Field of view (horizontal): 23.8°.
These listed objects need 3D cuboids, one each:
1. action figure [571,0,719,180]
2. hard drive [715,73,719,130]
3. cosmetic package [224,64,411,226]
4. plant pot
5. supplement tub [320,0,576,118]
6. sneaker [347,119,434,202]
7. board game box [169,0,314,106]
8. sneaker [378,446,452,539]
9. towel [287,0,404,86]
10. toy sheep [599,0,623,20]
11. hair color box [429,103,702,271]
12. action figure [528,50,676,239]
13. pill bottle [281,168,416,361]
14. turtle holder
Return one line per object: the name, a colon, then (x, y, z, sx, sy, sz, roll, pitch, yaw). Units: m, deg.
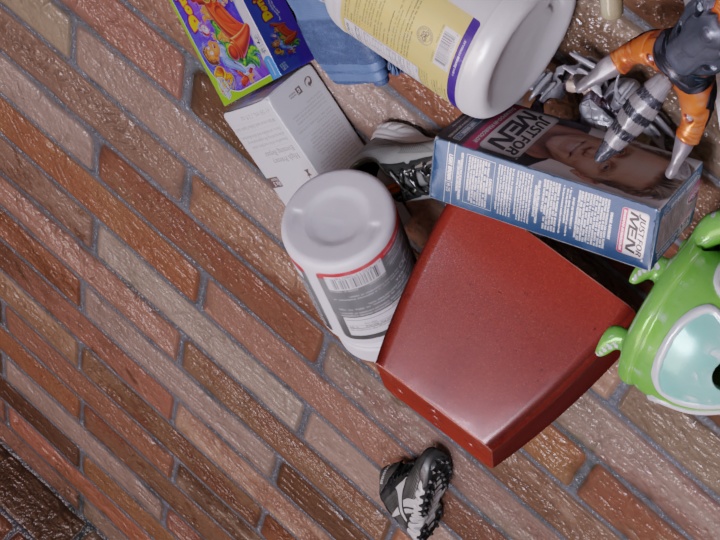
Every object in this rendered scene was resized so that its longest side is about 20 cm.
action figure: (0.263, -0.137, 1.253, 0.200, 0.104, 0.194, 52, 138, 11)
hard drive: (0.364, -0.086, 1.295, 0.199, 0.027, 0.133, 22, 143, 40)
cosmetic package: (-0.045, -0.109, 1.787, 0.201, 0.074, 0.101, 56, 151, -14)
plant pot: (0.122, 0.070, 1.601, 0.199, 0.177, 0.200, 36, 171, 12)
supplement tub: (0.061, -0.233, 1.401, 0.200, 0.145, 0.146, 37, 151, 19)
sneaker: (0.067, -0.095, 1.643, 0.199, 0.079, 0.074, 7, 131, 49)
board game box: (-0.137, -0.275, 1.691, 0.134, 0.045, 0.201, -17, 103, 60)
sneaker: (0.061, 0.268, 2.129, 0.090, 0.066, 0.201, 34, 152, 18)
towel: (-0.033, -0.265, 1.593, 0.111, 0.049, 0.201, 11, 137, 54)
toy sheep: (0.167, -0.273, 1.219, 0.137, 0.138, 0.201, 22, 139, 39)
hair color box: (0.166, -0.075, 1.390, 0.199, 0.100, 0.061, 20, 126, 23)
action figure: (0.192, -0.109, 1.464, 0.130, 0.069, 0.200, 49, 149, 6)
pill bottle: (0.000, 0.000, 1.683, 0.114, 0.114, 0.200, 30, 161, 29)
turtle holder: (0.303, 0.037, 1.448, 0.131, 0.186, 0.141, 35, -178, 22)
